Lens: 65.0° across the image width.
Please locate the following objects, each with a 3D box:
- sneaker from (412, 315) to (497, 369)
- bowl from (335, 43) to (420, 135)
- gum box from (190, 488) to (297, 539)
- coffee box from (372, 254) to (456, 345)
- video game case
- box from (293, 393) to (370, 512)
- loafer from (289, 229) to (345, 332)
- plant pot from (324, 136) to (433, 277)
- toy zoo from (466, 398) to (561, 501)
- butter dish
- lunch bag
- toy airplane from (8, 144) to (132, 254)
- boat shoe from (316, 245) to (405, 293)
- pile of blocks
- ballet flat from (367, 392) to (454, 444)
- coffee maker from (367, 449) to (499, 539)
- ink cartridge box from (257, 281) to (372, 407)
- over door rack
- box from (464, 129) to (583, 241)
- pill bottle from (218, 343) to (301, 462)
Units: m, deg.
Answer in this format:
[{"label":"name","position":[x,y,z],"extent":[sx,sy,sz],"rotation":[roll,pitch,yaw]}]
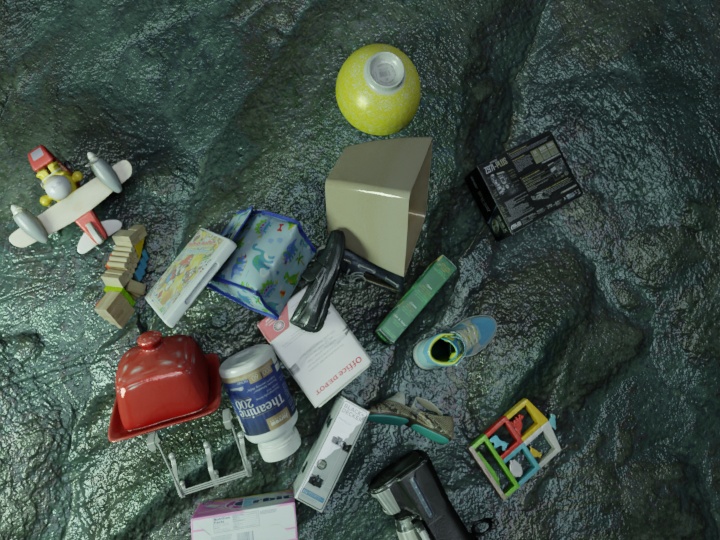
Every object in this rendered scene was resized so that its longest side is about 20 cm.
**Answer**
[{"label":"sneaker","position":[0.211,0.146,1.155],"extent":[0.197,0.131,0.081],"rotation":[-25,85,-12]},{"label":"bowl","position":[0.046,-0.409,1.222],"extent":[0.195,0.108,0.205],"rotation":[1,82,-8]},{"label":"gum box","position":[-0.218,0.467,1.052],"extent":[0.195,0.114,0.068],"rotation":[-5,82,-10]},{"label":"coffee box","position":[0.108,0.063,1.158],"extent":[0.044,0.123,0.200],"rotation":[41,80,2]},{"label":"video game case","position":[-0.326,0.005,1.067],"extent":[0.023,0.199,0.183],"rotation":[43,77,-29]},{"label":"box","position":[-0.058,0.345,1.094],"extent":[0.059,0.117,0.203],"rotation":[27,78,-3]},{"label":"loafer","position":[-0.080,0.015,1.076],"extent":[0.069,0.068,0.205],"rotation":[19,83,-12]},{"label":"plant pot","position":[0.033,-0.142,1.120],"extent":[0.173,0.203,0.202],"rotation":[13,46,12]},{"label":"toy zoo","position":[0.337,0.368,1.199],"extent":[0.198,0.020,0.132],"rotation":[-36,88,-12]},{"label":"butter dish","position":[-0.361,0.178,1.014],"extent":[0.196,0.200,0.151],"rotation":[-14,116,-10]},{"label":"lunch bag","position":[-0.214,-0.026,1.105],"extent":[0.197,0.128,0.172],"rotation":[17,65,31]},{"label":"toy airplane","position":[-0.551,-0.132,1.073],"extent":[0.195,0.141,0.205],"rotation":[9,80,-8]},{"label":"boat shoe","position":[0.000,0.000,1.176],"extent":[0.196,0.075,0.063],"rotation":[16,68,-15]},{"label":"pile of blocks","position":[-0.469,0.008,1.112],"extent":[0.061,0.082,0.204],"rotation":[5,74,23]},{"label":"ballet flat","position":[0.103,0.294,1.159],"extent":[0.196,0.068,0.077],"rotation":[20,57,-11]},{"label":"coffee maker","position":[0.136,0.463,1.114],"extent":[0.190,0.134,0.203],"rotation":[-26,87,-35]},{"label":"ink cartridge box","position":[-0.092,0.148,1.133],"extent":[0.146,0.083,0.202],"rotation":[-36,88,-11]},{"label":"over door rack","position":[-0.288,0.330,1.041],"extent":[0.145,0.203,0.067],"rotation":[-15,42,-10]},{"label":"box","position":[0.359,-0.186,1.248],"extent":[0.197,0.086,0.166],"rotation":[-27,87,-12]},{"label":"pill bottle","position":[-0.185,0.254,1.077],"extent":[0.109,0.111,0.204],"rotation":[-22,102,-11]}]
